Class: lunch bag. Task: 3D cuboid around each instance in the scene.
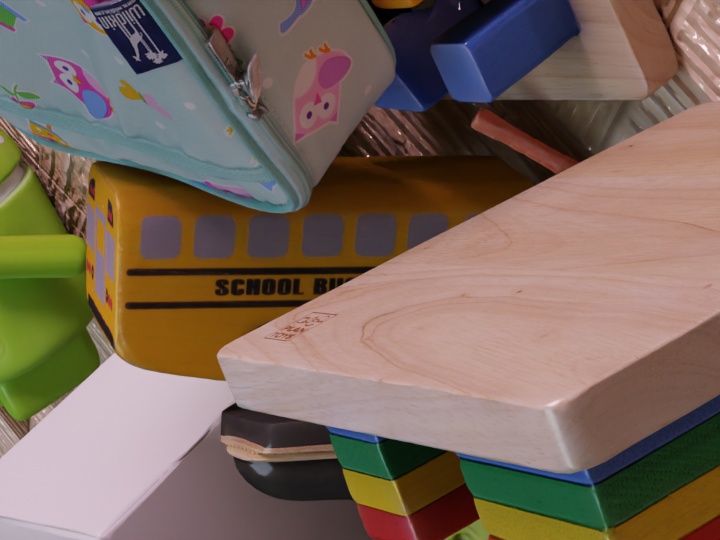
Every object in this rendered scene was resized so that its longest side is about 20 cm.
[{"bbox_3d":[-0.089,-0.096,0.762,0.199,0.077,0.161,21,155,41],"label":"lunch bag"}]

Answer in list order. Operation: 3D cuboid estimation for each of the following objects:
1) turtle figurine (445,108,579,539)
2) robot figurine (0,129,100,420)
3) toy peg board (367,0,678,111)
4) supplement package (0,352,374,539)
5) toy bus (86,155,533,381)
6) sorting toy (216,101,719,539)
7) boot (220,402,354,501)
[{"bbox_3d":[0.073,0.053,0.777,0.064,0.161,0.201,-28,104,32],"label":"turtle figurine"},{"bbox_3d":[-0.241,-0.008,1.424,0.175,0.115,0.201,20,140,63],"label":"robot figurine"},{"bbox_3d":[-0.022,-0.129,0.788,0.199,0.098,0.200,7,129,56],"label":"toy peg board"},{"bbox_3d":[-0.064,0.148,1.002,0.119,0.121,0.201,2,127,48],"label":"supplement package"},{"bbox_3d":[0.000,0.000,0.847,0.065,0.198,0.079,-138,49,-67],"label":"toy bus"},{"bbox_3d":[0.091,0.018,0.642,0.200,0.198,0.070,3,117,64],"label":"sorting toy"},{"bbox_3d":[0.034,0.116,0.862,0.077,0.199,0.140,16,100,58],"label":"boot"}]
